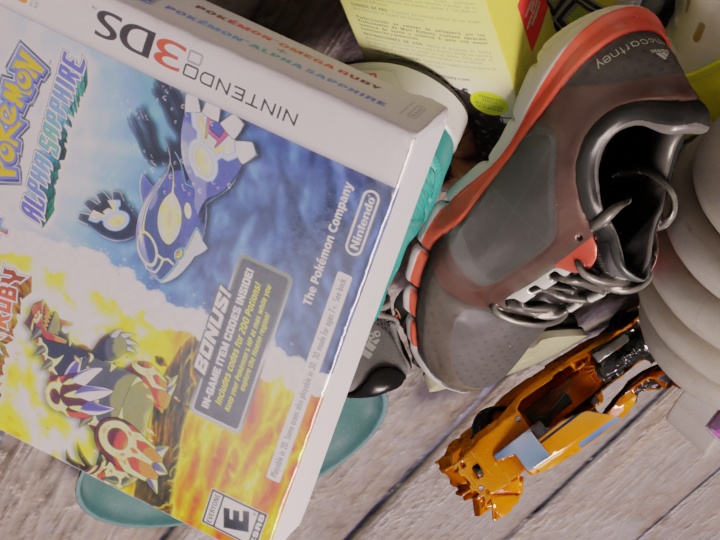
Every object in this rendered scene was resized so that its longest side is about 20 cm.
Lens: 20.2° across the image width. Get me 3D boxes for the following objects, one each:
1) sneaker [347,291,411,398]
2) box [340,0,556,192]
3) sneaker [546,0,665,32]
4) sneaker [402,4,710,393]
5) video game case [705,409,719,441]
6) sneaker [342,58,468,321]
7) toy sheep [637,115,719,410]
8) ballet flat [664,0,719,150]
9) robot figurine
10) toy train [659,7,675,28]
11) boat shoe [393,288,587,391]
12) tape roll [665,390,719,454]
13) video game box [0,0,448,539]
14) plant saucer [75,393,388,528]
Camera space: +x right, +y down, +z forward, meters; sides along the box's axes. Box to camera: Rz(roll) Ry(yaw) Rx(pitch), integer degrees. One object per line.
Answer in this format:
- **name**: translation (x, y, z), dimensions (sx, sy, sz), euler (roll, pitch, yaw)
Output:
- **sneaker**: translation (0.000, 0.000, 1.019), dimensions (0.074, 0.116, 0.200), euler (-14, 154, -12)
- **box**: translation (0.040, -0.103, 0.853), dimensions (0.075, 0.050, 0.200), euler (11, 151, 25)
- **sneaker**: translation (0.088, -0.128, 0.890), dimensions (0.076, 0.076, 0.201), euler (-7, 147, -4)
- **sneaker**: translation (0.082, -0.011, 0.849), dimensions (0.077, 0.082, 0.201), euler (-5, 135, -34)
- **video game case**: translation (0.255, 0.008, 1.025), dimensions (0.201, 0.036, 0.181), euler (-54, 167, 9)
- **sneaker**: translation (-0.045, -0.013, 0.891), dimensions (0.084, 0.121, 0.199), euler (38, 148, -29)
- **toy sheep**: translation (0.184, -0.011, 0.861), dimensions (0.137, 0.138, 0.201), euler (-11, 137, -19)
- **ballet flat**: translation (0.180, -0.121, 0.863), dimensions (0.199, 0.067, 0.067), euler (-30, 125, 36)
- **robot figurine**: translation (0.141, 0.077, 1.267), dimensions (0.199, 0.058, 0.145), euler (-35, 180, -6)
- **toy train**: translation (0.194, -0.102, 1.016), dimensions (0.199, 0.086, 0.114), euler (-31, 140, 24)
- **boat shoe**: translation (0.080, 0.031, 1.195), dimensions (0.073, 0.063, 0.201), euler (-28, 168, 20)
- **tape roll**: translation (0.270, 0.030, 1.262), dimensions (0.203, 0.037, 0.203), euler (-44, 167, -13)
- **video game box**: translation (-0.081, -0.009, 0.809), dimensions (0.047, 0.181, 0.201), euler (-38, 151, -62)
- **plant saucer**: translation (-0.082, 0.096, 1.236), dimensions (0.199, 0.036, 0.200), euler (-17, 153, -9)
